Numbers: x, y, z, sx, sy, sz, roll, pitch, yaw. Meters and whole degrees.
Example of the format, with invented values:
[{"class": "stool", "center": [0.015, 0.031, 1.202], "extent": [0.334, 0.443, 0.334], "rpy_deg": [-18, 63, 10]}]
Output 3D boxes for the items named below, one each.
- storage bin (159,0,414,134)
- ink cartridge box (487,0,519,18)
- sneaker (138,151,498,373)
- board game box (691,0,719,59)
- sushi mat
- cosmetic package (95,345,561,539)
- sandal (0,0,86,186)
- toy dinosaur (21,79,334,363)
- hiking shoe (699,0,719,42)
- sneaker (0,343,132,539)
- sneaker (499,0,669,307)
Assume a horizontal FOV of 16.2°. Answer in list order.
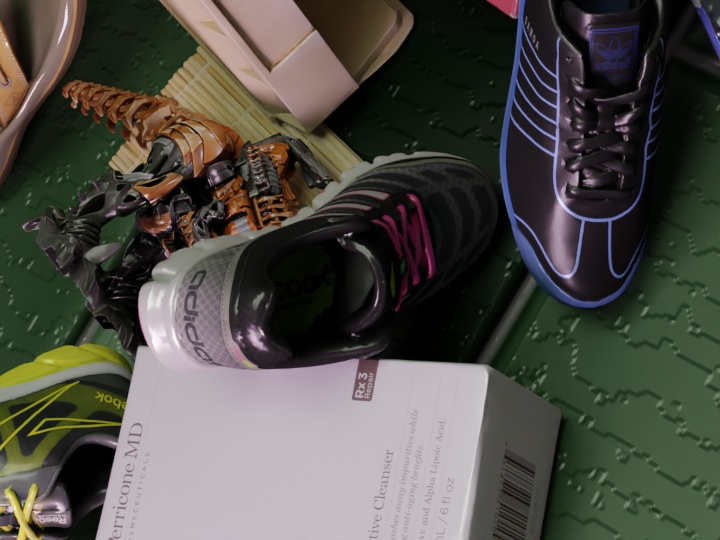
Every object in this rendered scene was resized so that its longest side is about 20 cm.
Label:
[{"class": "storage bin", "center": [-0.087, -0.192, 1.260], "extent": [0.094, 0.200, 0.199], "rpy_deg": [-42, 54, -1]}, {"class": "ink cartridge box", "center": [0.047, -0.236, 1.235], "extent": [0.200, 0.082, 0.147], "rpy_deg": [38, 135, 36]}, {"class": "sneaker", "center": [0.000, 0.000, 1.156], "extent": [0.087, 0.199, 0.074], "rpy_deg": [9, 115, 51]}, {"class": "board game box", "center": [0.211, -0.206, 1.100], "extent": [0.199, 0.200, 0.041], "rpy_deg": [-19, 30, 24]}, {"class": "sushi mat", "center": [-0.048, -0.038, 1.295], "extent": [0.096, 0.012, 0.200], "rpy_deg": [-50, 53, 6]}, {"class": "cosmetic package", "center": [-0.017, 0.101, 1.176], "extent": [0.199, 0.081, 0.114], "rpy_deg": [0, 72, 30]}, {"class": "sandal", "center": [-0.201, -0.116, 1.352], "extent": [0.080, 0.054, 0.201], "rpy_deg": [48, 123, 32]}, {"class": "toy dinosaur", "center": [-0.088, -0.028, 1.270], "extent": [0.136, 0.102, 0.200], "rpy_deg": [-41, 35, -7]}, {"class": "hiking shoe", "center": [0.204, -0.073, 0.975], "extent": [0.087, 0.074, 0.200], "rpy_deg": [-38, 65, 4]}, {"class": "sneaker", "center": [-0.184, 0.100, 1.230], "extent": [0.199, 0.075, 0.085], "rpy_deg": [-26, 46, -23]}, {"class": "sneaker", "center": [0.102, -0.078, 1.135], "extent": [0.070, 0.078, 0.201], "rpy_deg": [-4, 99, -7]}]
